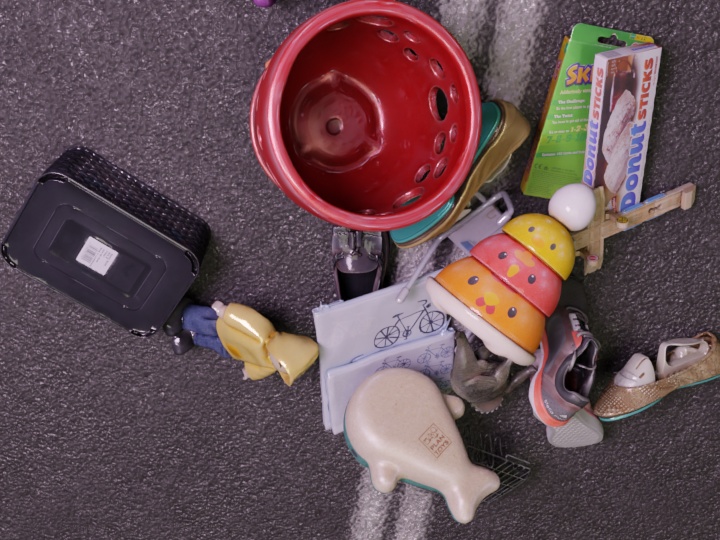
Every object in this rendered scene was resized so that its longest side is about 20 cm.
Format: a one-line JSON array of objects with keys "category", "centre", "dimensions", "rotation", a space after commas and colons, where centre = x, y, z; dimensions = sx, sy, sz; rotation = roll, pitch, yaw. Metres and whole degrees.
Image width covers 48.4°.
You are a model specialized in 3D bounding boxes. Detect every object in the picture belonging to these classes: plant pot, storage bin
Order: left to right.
[{"category": "storage bin", "centre": [-0.292, -0.032, 0.938], "dimensions": [0.200, 0.094, 0.135], "rotation": [32, 112, -17]}, {"category": "plant pot", "centre": [-0.006, -0.143, 0.772], "dimensions": [0.200, 0.182, 0.201], "rotation": [-2, 97, -14]}]

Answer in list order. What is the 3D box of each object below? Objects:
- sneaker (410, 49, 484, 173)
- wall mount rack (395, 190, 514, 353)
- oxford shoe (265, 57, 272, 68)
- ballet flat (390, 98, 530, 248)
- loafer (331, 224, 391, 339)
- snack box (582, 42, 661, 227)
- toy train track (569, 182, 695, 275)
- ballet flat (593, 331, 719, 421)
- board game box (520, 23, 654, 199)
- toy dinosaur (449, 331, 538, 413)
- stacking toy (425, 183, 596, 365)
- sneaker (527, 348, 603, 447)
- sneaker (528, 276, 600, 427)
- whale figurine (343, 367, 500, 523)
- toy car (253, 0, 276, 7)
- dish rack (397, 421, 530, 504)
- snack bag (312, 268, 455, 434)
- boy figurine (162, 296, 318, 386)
[{"category": "sneaker", "centre": [0.098, -0.188, 0.883], "dimensions": [0.082, 0.073, 0.201], "rotation": [-15, 126, 3]}, {"category": "wall mount rack", "centre": [0.142, 0.001, 0.960], "dimensions": [0.174, 0.075, 0.200], "rotation": [-37, 121, 21]}, {"category": "oxford shoe", "centre": [-0.017, -0.167, 0.888], "dimensions": [0.073, 0.071, 0.200], "rotation": [-36, 112, 10]}, {"category": "ballet flat", "centre": [0.112, -0.093, 0.870], "dimensions": [0.063, 0.069, 0.200], "rotation": [15, 126, -38]}, {"category": "loafer", "centre": [0.000, 0.000, 0.957], "dimensions": [0.072, 0.063, 0.201], "rotation": [2, 128, 5]}, {"category": "snack box", "centre": [0.287, -0.147, 0.894], "dimensions": [0.072, 0.024, 0.201], "rotation": [-16, 125, -18]}, {"category": "toy train track", "centre": [0.313, -0.053, 0.928], "dimensions": [0.199, 0.033, 0.115], "rotation": [-22, 127, -15]}, {"category": "ballet flat", "centre": [0.381, 0.129, 1.032], "dimensions": [0.199, 0.070, 0.066], "rotation": [-20, 104, -17]}, {"category": "board game box", "centre": [0.255, -0.174, 0.911], "dimensions": [0.095, 0.030, 0.201], "rotation": [8, 119, -7]}, {"category": "toy dinosaur", "centre": [0.152, 0.129, 0.978], "dimensions": [0.102, 0.077, 0.200], "rotation": [-44, 153, 9]}, {"category": "stacking toy", "centre": [0.178, -0.013, 0.861], "dimensions": [0.146, 0.146, 0.200], "rotation": [35, 95, -17]}, {"category": "sneaker", "centre": [0.271, 0.164, 1.061], "dimensions": [0.075, 0.105, 0.200], "rotation": [-12, 148, 22]}, {"category": "sneaker", "centre": [0.258, 0.087, 0.951], "dimensions": [0.077, 0.201, 0.082], "rotation": [24, 147, -17]}, {"category": "whale figurine", "centre": [0.068, 0.213, 0.960], "dimensions": [0.200, 0.159, 0.104], "rotation": [42, 148, 11]}, {"category": "toy car", "centre": [-0.100, -0.325, 0.773], "dimensions": [0.199, 0.176, 0.150], "rotation": [11, 151, -7]}, {"category": "dish rack", "centre": [0.123, 0.257, 1.092], "dimensions": [0.199, 0.055, 0.153], "rotation": [24, 135, -19]}, {"category": "snack bag", "centre": [0.036, 0.100, 1.000], "dimensions": [0.188, 0.021, 0.201], "rotation": [-17, 126, -19]}, {"category": "boy figurine", "centre": [-0.139, 0.092, 0.971], "dimensions": [0.199, 0.064, 0.125], "rotation": [15, 136, 27]}]
